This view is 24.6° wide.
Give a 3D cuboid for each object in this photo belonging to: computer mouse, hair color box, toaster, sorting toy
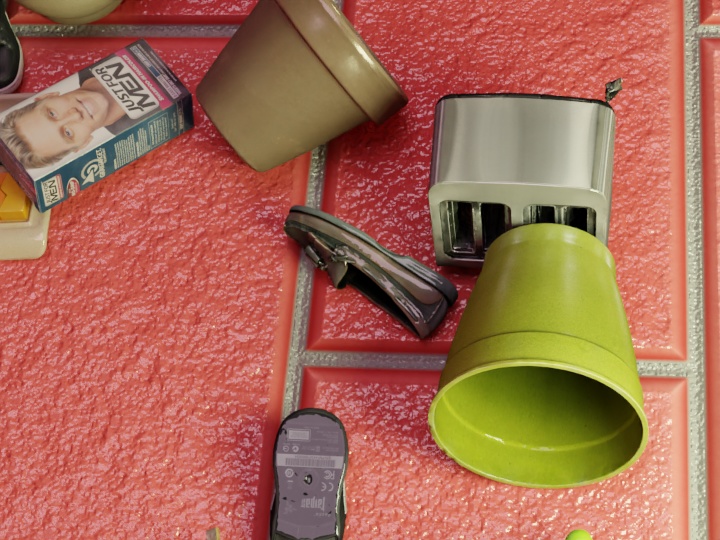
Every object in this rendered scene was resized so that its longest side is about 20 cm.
[{"bbox_3d":[-0.077,0.234,1.560,0.139,0.046,0.202,-3,73,1],"label":"computer mouse"},{"bbox_3d":[-0.286,-0.157,1.766,0.199,0.061,0.100,-33,64,-22],"label":"hair color box"},{"bbox_3d":[0.161,-0.086,1.612,0.179,0.201,0.120,3,57,8],"label":"toaster"},{"bbox_3d":[-0.420,-0.105,1.789,0.183,0.037,0.202,-2,62,6],"label":"sorting toy"}]

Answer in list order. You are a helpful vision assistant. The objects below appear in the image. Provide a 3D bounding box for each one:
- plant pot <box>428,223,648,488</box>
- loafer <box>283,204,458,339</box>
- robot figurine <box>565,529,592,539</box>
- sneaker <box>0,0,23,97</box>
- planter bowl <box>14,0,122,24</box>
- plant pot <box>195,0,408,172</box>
[{"bbox_3d":[0.173,0.068,1.545,0.198,0.201,0.194,3,51,9],"label":"plant pot"},{"bbox_3d":[0.000,0.000,1.662,0.199,0.072,0.063,27,74,18],"label":"loafer"},{"bbox_3d":[0.179,0.316,1.439,0.198,0.117,0.176,12,34,14],"label":"robot figurine"},{"bbox_3d":[-0.439,-0.296,1.850,0.072,0.112,0.201,-21,60,-1],"label":"sneaker"},{"bbox_3d":[-0.331,-0.363,1.859,0.198,0.135,0.202,-2,60,4],"label":"planter bowl"},{"bbox_3d":[-0.076,-0.201,1.726,0.174,0.200,0.201,-38,62,7],"label":"plant pot"}]
